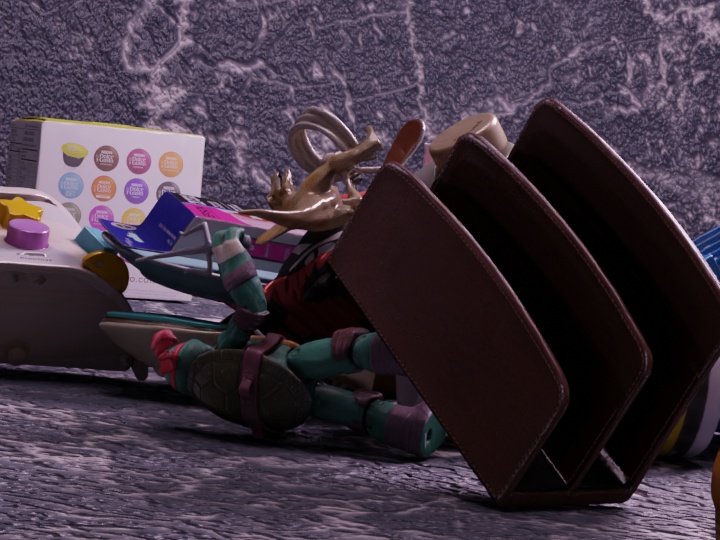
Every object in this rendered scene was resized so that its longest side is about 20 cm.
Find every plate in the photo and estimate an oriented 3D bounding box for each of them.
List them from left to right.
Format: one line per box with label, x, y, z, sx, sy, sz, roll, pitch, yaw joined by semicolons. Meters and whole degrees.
plate;-0.090;0.003;1.585;0.198;0.026;0.200;11;7;-1

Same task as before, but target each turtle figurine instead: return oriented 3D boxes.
turtle figurine;-0.048;0.056;1.348;0.198;0.101;0.150;10;-33;23

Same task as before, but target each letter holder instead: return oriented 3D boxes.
letter holder;0.093;0.008;1.202;0.100;0.143;0.200;3;38;-39

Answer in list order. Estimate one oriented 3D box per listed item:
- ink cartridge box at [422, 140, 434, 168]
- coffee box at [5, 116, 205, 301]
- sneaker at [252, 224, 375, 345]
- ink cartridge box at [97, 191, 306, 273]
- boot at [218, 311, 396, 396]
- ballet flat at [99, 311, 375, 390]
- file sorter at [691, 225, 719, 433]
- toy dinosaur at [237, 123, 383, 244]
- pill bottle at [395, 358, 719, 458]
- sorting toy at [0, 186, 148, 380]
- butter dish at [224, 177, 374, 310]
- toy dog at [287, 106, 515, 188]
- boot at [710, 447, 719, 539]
ink cartridge box;0.126;-0.004;1.884;0.144;0.202;0.084;7;3;27
coffee box;-0.311;-0.075;2.632;0.198;0.200;0.200;5;2;-19
sneaker;0.000;0.000;1.410;0.071;0.098;0.200;42;-28;-14
ink cartridge box;-0.081;-0.024;1.574;0.198;0.037;0.095;8;10;-20
boot;-0.008;0.052;1.612;0.154;0.077;0.200;11;-5;-25
ballet flat;-0.082;0.061;1.518;0.198;0.070;0.069;1;2;4
file sorter;0.293;0.029;1.558;0.122;0.140;0.200;-29;2;-5
toy dinosaur;-0.023;-0.042;1.380;0.101;0.059;0.200;-30;6;3
pill bottle;0.128;0.059;1.439;0.198;0.116;0.114;5;2;-8
sorting toy;-0.260;-0.012;1.630;0.198;0.108;0.180;5;28;-22
butter dish;0.021;-0.008;1.763;0.199;0.149;0.199;-7;-24;37
toy dog;0.056;-0.056;1.477;0.199;0.133;0.096;13;36;38
boot;0.187;0.076;0.785;0.070;0.146;0.201;3;3;-25
